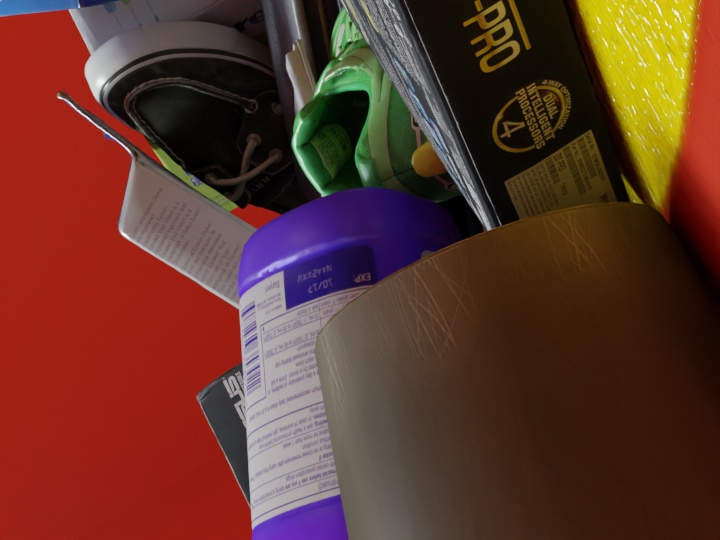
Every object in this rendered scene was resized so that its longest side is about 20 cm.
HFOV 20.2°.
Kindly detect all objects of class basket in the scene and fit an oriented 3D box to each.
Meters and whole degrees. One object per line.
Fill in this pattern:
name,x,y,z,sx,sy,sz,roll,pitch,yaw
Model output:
basket,0.071,0.094,0.573,0.136,0.180,0.201,18,-131,-64

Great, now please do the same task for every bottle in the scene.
bottle,0.003,0.077,0.674,0.065,0.083,0.201,14,-117,-42

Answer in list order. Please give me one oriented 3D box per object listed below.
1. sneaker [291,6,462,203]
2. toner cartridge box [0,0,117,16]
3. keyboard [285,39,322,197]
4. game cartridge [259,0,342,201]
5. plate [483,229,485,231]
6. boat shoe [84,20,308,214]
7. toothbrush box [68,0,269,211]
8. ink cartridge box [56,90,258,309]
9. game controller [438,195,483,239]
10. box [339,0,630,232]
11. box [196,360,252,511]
sneaker,0.008,-0.070,0.780,0.074,0.083,0.200,63,178,-16
toner cartridge box,-0.156,-0.170,0.954,0.200,0.043,0.096,10,113,63
keyboard,0.000,0.000,0.829,0.056,0.011,0.201,80,173,-62
game cartridge,-0.025,-0.125,0.935,0.130,0.038,0.201,-114,13,-75
plate,0.061,0.035,1.082,0.200,0.032,0.201,60,-162,-52
boat shoe,-0.053,-0.068,1.031,0.199,0.071,0.064,18,-137,-46
toothbrush box,-0.065,-0.129,1.101,0.086,0.145,0.200,60,180,23
ink cartridge box,-0.061,-0.008,0.982,0.199,0.041,0.200,33,179,1
game controller,0.044,0.009,0.875,0.104,0.042,0.201,56,-155,-52
box,0.007,-0.113,0.604,0.161,0.049,0.200,57,178,41
box,0.010,0.128,0.994,0.161,0.043,0.200,61,-167,20
